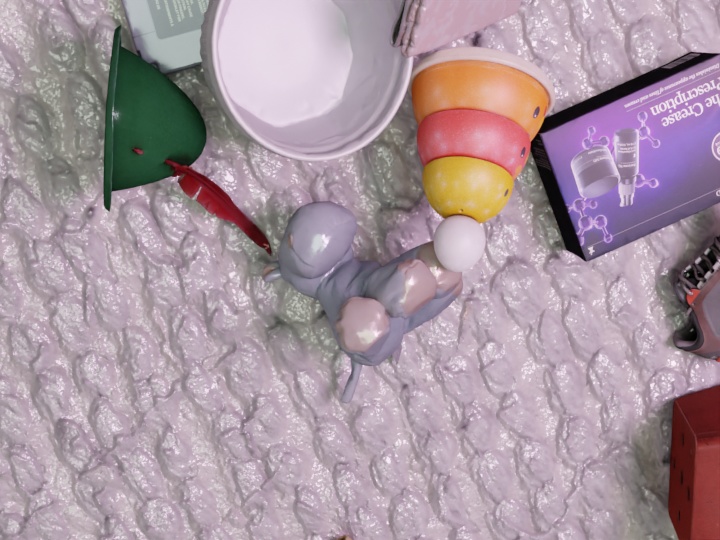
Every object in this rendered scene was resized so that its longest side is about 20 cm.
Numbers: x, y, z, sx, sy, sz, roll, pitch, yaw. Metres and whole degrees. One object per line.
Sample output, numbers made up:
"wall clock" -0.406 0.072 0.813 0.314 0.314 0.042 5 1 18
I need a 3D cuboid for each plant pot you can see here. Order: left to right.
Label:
"plant pot" 0.420 0.218 1.115 0.173 0.200 0.204 2 101 6

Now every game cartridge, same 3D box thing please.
"game cartridge" -0.174 -0.300 1.038 0.131 0.042 0.203 -16 101 -6

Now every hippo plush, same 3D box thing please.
"hippo plush" 0.000 0.000 1.069 0.158 0.201 0.161 -36 75 -16

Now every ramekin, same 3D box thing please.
"ramekin" -0.059 -0.209 1.007 0.197 0.105 0.204 -5 103 -23

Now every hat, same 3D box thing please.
"hat" -0.153 -0.129 1.022 0.173 0.200 0.169 4 73 -12

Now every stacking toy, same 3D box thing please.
"stacking toy" 0.103 -0.094 1.014 0.144 0.146 0.203 12 74 -7

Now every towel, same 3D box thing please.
"towel" 0.114 -0.302 0.963 0.032 0.190 0.202 40 137 22

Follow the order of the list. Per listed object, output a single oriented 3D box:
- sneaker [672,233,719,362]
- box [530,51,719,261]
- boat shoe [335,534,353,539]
"sneaker" 0.366 0.011 1.103 0.080 0.077 0.203 6 120 6
"box" 0.286 -0.117 1.092 0.197 0.079 0.143 -24 104 0
"boat shoe" -0.080 0.352 1.152 0.198 0.074 0.070 -30 99 -9
